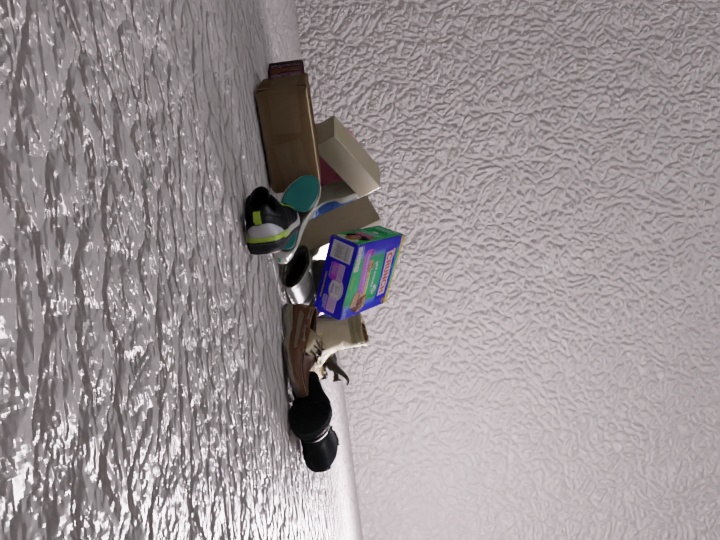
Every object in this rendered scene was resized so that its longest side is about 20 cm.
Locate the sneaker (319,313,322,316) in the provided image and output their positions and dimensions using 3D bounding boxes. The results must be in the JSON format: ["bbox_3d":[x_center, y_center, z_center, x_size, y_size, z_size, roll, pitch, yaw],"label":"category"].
[{"bbox_3d":[-0.108,0.026,1.703,0.089,0.080,0.201,71,8,-59],"label":"sneaker"}]

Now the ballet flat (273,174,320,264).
[{"bbox_3d":[-0.127,-0.095,1.338,0.070,0.069,0.201,82,19,-51],"label":"ballet flat"}]

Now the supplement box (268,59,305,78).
[{"bbox_3d":[-0.165,-0.395,1.671,0.111,0.085,0.201,82,0,-46],"label":"supplement box"}]

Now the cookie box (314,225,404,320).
[{"bbox_3d":[0.000,0.000,1.520,0.200,0.075,0.172,-18,127,-58],"label":"cookie box"}]

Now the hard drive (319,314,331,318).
[{"bbox_3d":[-0.096,0.086,1.776,0.139,0.033,0.201,42,24,-31],"label":"hard drive"}]

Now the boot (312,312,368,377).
[{"bbox_3d":[-0.056,0.175,1.634,0.073,0.154,0.201,-98,180,-47],"label":"boot"}]

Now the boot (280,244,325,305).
[{"bbox_3d":[-0.112,0.007,1.476,0.201,0.072,0.183,74,24,-55],"label":"boot"}]

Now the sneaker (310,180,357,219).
[{"bbox_3d":[-0.089,-0.143,1.781,0.077,0.199,0.112,41,-31,32],"label":"sneaker"}]

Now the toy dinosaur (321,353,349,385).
[{"bbox_3d":[-0.088,0.217,1.750,0.200,0.076,0.103,-118,-167,-54],"label":"toy dinosaur"}]

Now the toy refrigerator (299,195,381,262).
[{"bbox_3d":[-0.056,-0.087,1.621,0.076,0.199,0.070,60,-9,29],"label":"toy refrigerator"}]

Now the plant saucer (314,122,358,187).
[{"bbox_3d":[-0.090,-0.270,1.773,0.051,0.199,0.202,-120,-163,-47],"label":"plant saucer"}]

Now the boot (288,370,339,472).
[{"bbox_3d":[-0.079,0.300,1.288,0.200,0.076,0.169,-114,-169,-68],"label":"boot"}]

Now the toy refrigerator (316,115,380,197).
[{"bbox_3d":[-0.034,-0.270,1.703,0.200,0.070,0.076,42,34,-42],"label":"toy refrigerator"}]

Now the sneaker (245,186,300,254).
[{"bbox_3d":[-0.133,-0.089,1.063,0.200,0.071,0.083,-97,179,-71],"label":"sneaker"}]

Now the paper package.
[{"bbox_3d":[-0.143,-0.284,1.441,0.191,0.103,0.201,-99,-179,-67],"label":"paper package"}]

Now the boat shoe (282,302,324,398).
[{"bbox_3d":[-0.103,0.138,1.298,0.076,0.071,0.201,82,0,-52],"label":"boat shoe"}]
